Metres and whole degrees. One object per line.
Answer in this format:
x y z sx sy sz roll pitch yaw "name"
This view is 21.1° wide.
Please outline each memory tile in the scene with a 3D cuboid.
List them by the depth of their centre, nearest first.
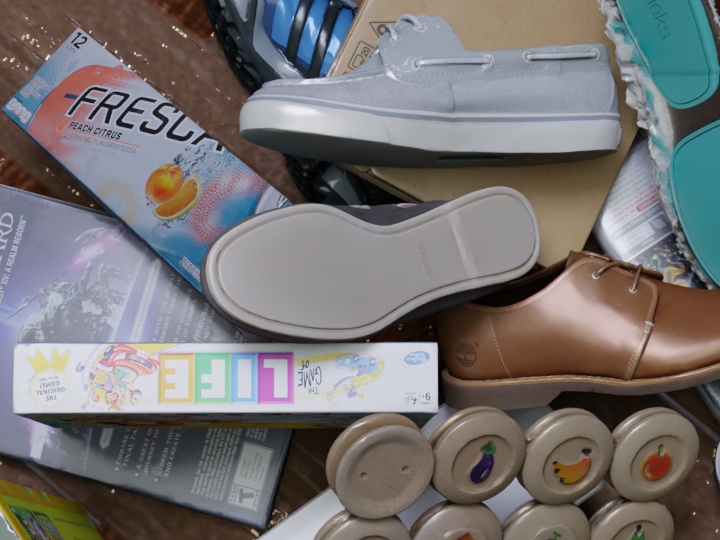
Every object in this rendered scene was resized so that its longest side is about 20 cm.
0.068 0.134 0.940 0.199 0.017 0.154 1 116 -24 "memory tile"

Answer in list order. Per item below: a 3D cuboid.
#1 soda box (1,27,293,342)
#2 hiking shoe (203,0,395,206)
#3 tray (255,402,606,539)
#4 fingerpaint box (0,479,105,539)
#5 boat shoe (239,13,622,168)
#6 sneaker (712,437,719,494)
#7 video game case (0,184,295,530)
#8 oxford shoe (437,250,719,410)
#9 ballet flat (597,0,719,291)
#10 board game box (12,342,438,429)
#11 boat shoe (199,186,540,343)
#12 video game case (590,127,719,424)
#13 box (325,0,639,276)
-0.101 -0.046 0.999 0.064 0.068 0.200 -47 51 -5 "soda box"
-0.025 -0.124 1.055 0.086 0.074 0.201 -27 88 -9 "hiking shoe"
0.025 0.139 1.001 0.199 0.022 0.107 -35 42 -3 "tray"
-0.141 0.192 0.930 0.073 0.200 0.167 -36 79 -2 "fingerpaint box"
0.036 -0.091 0.969 0.199 0.070 0.072 0 84 -17 "boat shoe"
0.283 0.101 0.976 0.199 0.076 0.076 -3 77 -6 "sneaker"
-0.127 0.045 1.050 0.199 0.019 0.144 15 80 7 "video game case"
0.135 0.022 0.979 0.199 0.071 0.072 -8 103 7 "oxford shoe"
0.174 -0.087 1.000 0.071 0.072 0.201 -20 107 0 "ballet flat"
-0.064 0.059 0.963 0.198 0.134 0.034 0 82 -1 "board game box"
0.000 0.000 0.927 0.199 0.057 0.067 -10 84 -38 "boat shoe"
0.227 -0.045 1.041 0.199 0.023 0.182 -33 78 -3 "video game case"
0.080 -0.118 1.023 0.163 0.021 0.201 28 80 -7 "box"
